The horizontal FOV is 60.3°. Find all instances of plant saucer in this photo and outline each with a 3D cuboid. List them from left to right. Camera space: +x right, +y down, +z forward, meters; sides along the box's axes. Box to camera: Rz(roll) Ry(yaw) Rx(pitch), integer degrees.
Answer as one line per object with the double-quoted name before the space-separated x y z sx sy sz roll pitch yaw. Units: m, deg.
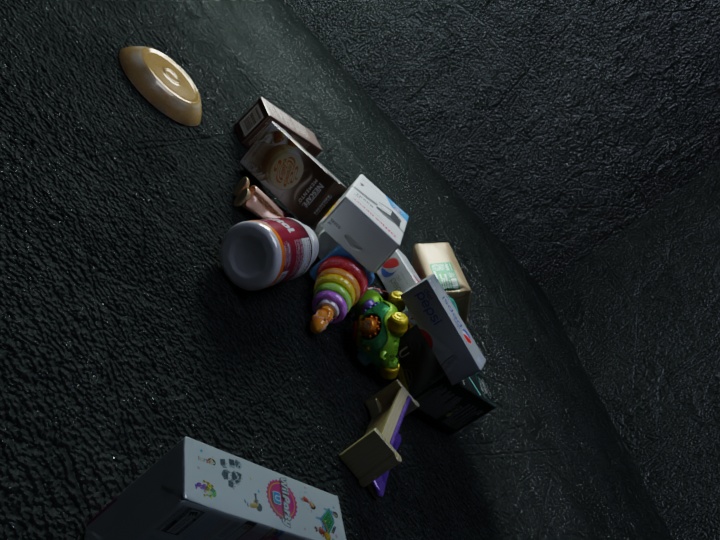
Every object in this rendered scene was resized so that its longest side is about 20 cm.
"plant saucer" -0.391 -0.382 1.253 0.200 0.035 0.201 44 21 -21

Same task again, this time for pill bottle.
"pill bottle" -0.149 -0.034 1.084 0.114 0.113 0.200 54 19 6
"pill bottle" -0.044 -0.085 1.405 0.111 0.111 0.200 47 20 -12

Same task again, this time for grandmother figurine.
"grandmother figurine" -0.164 -0.103 1.252 0.199 0.060 0.123 34 35 -35

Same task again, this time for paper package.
"paper package" 0.201 0.057 1.596 0.201 0.102 0.193 -104 -171 -48

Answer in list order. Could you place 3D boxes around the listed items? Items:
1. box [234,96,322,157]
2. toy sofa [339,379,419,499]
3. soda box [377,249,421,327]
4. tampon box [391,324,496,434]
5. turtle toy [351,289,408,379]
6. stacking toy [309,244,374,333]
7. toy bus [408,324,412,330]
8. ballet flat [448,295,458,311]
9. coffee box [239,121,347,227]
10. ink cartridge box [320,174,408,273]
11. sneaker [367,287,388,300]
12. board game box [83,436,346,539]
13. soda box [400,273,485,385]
"box" -0.194 -0.318 1.487 0.199 0.100 0.076 27 31 -51
"toy sofa" 0.046 0.275 1.032 0.098 0.083 0.200 50 20 -2
"soda box" 0.092 0.029 1.355 0.064 0.068 0.201 41 14 -39
"tampon box" 0.164 0.228 1.312 0.199 0.126 0.151 36 26 -37
"turtle toy" 0.034 0.112 1.236 0.099 0.148 0.201 7 29 -4
"stacking toy" -0.054 0.056 1.186 0.110 0.116 0.201 44 32 -13
"toy bus" 0.102 0.138 1.395 0.199 0.078 0.065 27 25 -50
"ballet flat" 0.189 0.126 1.383 0.201 0.066 0.071 70 9 -61
"coffee box" -0.141 -0.202 1.311 0.200 0.115 0.080 43 7 15
"ink cartridge box" 0.015 -0.101 1.274 0.145 0.084 0.200 41 22 -7
"sneaker" 0.045 0.079 1.417 0.200 0.074 0.087 34 12 -50
"board game box" -0.131 0.251 0.584 0.199 0.147 0.065 37 22 -37
"soda box" 0.159 0.112 1.193 0.202 0.068 0.063 60 22 2
